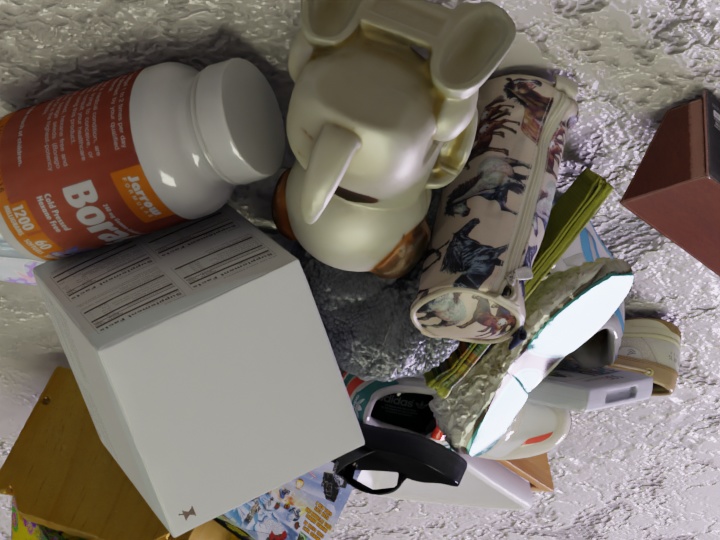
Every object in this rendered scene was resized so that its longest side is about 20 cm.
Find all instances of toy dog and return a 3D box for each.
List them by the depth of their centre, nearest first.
[{"bbox_3d":[0.011,-0.077,1.441,0.139,0.194,0.200,14,147,1],"label":"toy dog"}]

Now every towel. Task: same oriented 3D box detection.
[{"bbox_3d":[0.113,0.006,1.616,0.018,0.200,0.086,38,-176,-12],"label":"towel"}]

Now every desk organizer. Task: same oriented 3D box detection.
[{"bbox_3d":[0.277,-0.051,1.626,0.077,0.072,0.200,-18,147,34],"label":"desk organizer"}]

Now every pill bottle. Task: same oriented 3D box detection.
[{"bbox_3d":[-0.158,-0.081,1.524,0.200,0.112,0.112,-15,148,27],"label":"pill bottle"}]

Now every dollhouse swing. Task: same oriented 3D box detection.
[{"bbox_3d":[-0.179,0.190,1.926,0.200,0.182,0.176,14,153,25],"label":"dollhouse swing"}]

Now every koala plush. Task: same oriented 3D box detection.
[{"bbox_3d":[0.000,0.000,1.638,0.177,0.184,0.200,22,166,-17],"label":"koala plush"}]

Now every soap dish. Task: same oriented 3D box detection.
[{"bbox_3d":[0.055,0.151,1.944,0.200,0.081,0.157,0,156,37],"label":"soap dish"}]

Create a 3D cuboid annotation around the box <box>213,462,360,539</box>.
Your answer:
[{"bbox_3d":[-0.080,0.150,1.796,0.040,0.137,0.200,11,156,43],"label":"box"}]

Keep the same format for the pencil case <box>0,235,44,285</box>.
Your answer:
[{"bbox_3d":[-0.252,-0.027,1.645,0.200,0.091,0.083,6,125,-6],"label":"pencil case"}]

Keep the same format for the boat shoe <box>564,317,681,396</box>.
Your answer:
[{"bbox_3d":[0.178,0.085,1.879,0.200,0.067,0.074,-8,152,18],"label":"boat shoe"}]

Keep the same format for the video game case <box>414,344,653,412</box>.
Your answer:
[{"bbox_3d":[0.119,0.080,1.773,0.200,0.024,0.182,11,-175,23],"label":"video game case"}]

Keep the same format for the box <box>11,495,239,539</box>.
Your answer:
[{"bbox_3d":[-0.190,0.273,1.924,0.192,0.200,0.122,-5,113,-24],"label":"box"}]

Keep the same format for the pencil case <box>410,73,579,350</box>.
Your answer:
[{"bbox_3d":[0.098,-0.045,1.515,0.089,0.200,0.078,-10,142,41],"label":"pencil case"}]

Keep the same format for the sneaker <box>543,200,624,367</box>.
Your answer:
[{"bbox_3d":[0.157,0.008,1.725,0.076,0.081,0.200,-15,147,29],"label":"sneaker"}]

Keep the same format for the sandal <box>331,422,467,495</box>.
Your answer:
[{"bbox_3d":[0.011,0.151,1.719,0.076,0.043,0.200,30,167,-20],"label":"sandal"}]

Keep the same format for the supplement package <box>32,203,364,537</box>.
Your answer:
[{"bbox_3d":[-0.118,0.060,1.537,0.150,0.200,0.152,-25,113,-13],"label":"supplement package"}]

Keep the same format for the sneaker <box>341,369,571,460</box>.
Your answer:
[{"bbox_3d":[0.080,0.123,1.770,0.199,0.070,0.093,11,-169,-10],"label":"sneaker"}]

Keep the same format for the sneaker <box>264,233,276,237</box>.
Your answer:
[{"bbox_3d":[-0.130,0.029,1.729,0.200,0.112,0.073,5,152,-9],"label":"sneaker"}]

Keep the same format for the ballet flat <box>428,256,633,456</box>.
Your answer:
[{"bbox_3d":[0.119,0.053,1.637,0.072,0.072,0.200,25,112,-39],"label":"ballet flat"}]
